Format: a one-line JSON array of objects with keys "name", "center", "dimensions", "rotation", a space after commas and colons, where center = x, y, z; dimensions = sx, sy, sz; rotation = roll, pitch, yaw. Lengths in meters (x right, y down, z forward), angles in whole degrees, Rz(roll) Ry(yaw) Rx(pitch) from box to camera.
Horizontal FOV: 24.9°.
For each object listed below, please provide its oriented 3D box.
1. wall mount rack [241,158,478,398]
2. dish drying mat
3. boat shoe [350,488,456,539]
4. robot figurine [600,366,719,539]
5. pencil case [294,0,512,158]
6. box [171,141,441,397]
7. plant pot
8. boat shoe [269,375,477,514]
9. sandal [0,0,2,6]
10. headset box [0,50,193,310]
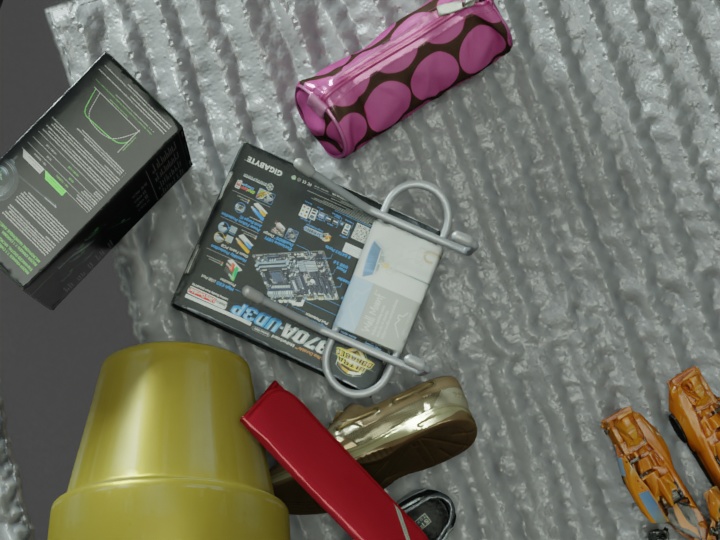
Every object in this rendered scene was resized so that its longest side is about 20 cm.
[{"name": "wall mount rack", "center": [0.000, 0.000, 1.391], "dimensions": [0.172, 0.075, 0.202], "rotation": [22, 81, -1]}, {"name": "dish drying mat", "center": [-0.015, 0.177, 1.346], "dimensions": [0.200, 0.077, 0.018], "rotation": [47, 118, -2]}, {"name": "boat shoe", "center": [0.006, 0.264, 1.406], "dimensions": [0.199, 0.068, 0.072], "rotation": [-39, 86, -7]}, {"name": "robot figurine", "center": [0.303, 0.196, 1.435], "dimensions": [0.144, 0.058, 0.201], "rotation": [-30, 84, -5]}, {"name": "pencil case", "center": [0.036, -0.184, 1.454], "dimensions": [0.199, 0.094, 0.091], "rotation": [-35, 86, -6]}, {"name": "box", "center": [-0.047, -0.001, 1.449], "dimensions": [0.198, 0.046, 0.161], "rotation": [24, 82, 0]}, {"name": "plant pot", "center": [-0.157, 0.169, 1.357], "dimensions": [0.198, 0.201, 0.191], "rotation": [0, 68, -3]}, {"name": "boat shoe", "center": [0.003, 0.153, 1.428], "dimensions": [0.198, 0.072, 0.065], "rotation": [-21, 49, 3]}, {"name": "sandal", "center": [-0.365, -0.199, 1.460], "dimensions": [0.074, 0.045, 0.203], "rotation": [11, 82, -1]}, {"name": "headset box", "center": [-0.245, -0.065, 1.385], "dimensions": [0.093, 0.174, 0.200], "rotation": [43, 84, 3]}]
